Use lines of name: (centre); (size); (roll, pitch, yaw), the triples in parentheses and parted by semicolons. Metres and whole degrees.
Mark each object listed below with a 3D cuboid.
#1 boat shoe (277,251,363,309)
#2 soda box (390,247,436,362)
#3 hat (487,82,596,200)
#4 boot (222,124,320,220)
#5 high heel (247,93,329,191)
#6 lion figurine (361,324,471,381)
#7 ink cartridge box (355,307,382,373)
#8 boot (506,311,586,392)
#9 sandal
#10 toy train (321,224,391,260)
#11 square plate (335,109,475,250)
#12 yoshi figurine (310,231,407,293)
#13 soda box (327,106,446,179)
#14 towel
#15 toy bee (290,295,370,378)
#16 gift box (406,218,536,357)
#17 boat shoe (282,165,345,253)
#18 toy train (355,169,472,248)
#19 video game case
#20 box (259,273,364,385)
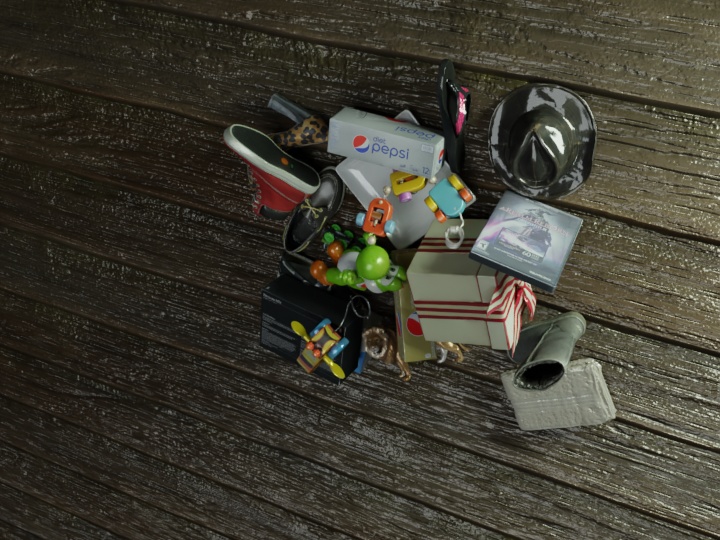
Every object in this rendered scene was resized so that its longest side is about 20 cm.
boat shoe: (-0.081, 0.026, 1.623); (0.198, 0.076, 0.061); (23, 132, 13)
soda box: (0.098, 0.062, 1.498); (0.063, 0.068, 0.203); (-6, 97, -7)
hat: (0.283, -0.194, 1.302); (0.198, 0.081, 0.203); (13, 123, 21)
boot: (-0.192, -0.171, 1.491); (0.199, 0.073, 0.144); (33, 131, -25)
high heel: (-0.135, -0.210, 1.512); (0.142, 0.071, 0.202); (31, 119, 15)
lion figurine: (0.108, 0.139, 1.578); (0.197, 0.072, 0.124); (-20, 98, -3)
ink cartridge box: (-0.065, 0.115, 1.671); (0.198, 0.067, 0.117); (24, 125, 14)
boot: (0.307, 0.156, 1.418); (0.073, 0.200, 0.181); (48, 128, -6)
sandal: (0.163, -0.256, 1.337); (0.044, 0.075, 0.202); (4, 127, 26)
toy train: (0.012, -0.026, 1.569); (0.198, 0.042, 0.057); (27, 137, 11)
square plate: (0.081, -0.161, 1.460); (0.197, 0.028, 0.201); (-33, 99, 38)
yoshi figurine: (-0.004, -0.014, 1.460); (0.198, 0.111, 0.114); (10, 99, 45)
soda box: (0.046, -0.220, 1.383); (0.198, 0.068, 0.064); (17, 124, 18)
towel: (0.374, 0.237, 1.537); (0.198, 0.034, 0.134); (-12, 110, 33)
toy bee: (-0.075, 0.128, 1.462); (0.130, 0.108, 0.202); (30, 128, 21)
gift box: (0.200, 0.034, 1.396); (0.184, 0.201, 0.186); (1, 135, 26)
boat shoe: (-0.090, -0.111, 1.557); (0.071, 0.061, 0.202); (35, 128, 4)
toy train: (0.098, -0.105, 1.405); (0.197, 0.056, 0.153); (12, 87, 21)
video game case: (0.272, -0.053, 1.314); (0.141, 0.200, 0.019); (23, 133, 13)
box: (-0.098, 0.114, 1.590); (0.198, 0.079, 0.143); (23, 128, 23)
